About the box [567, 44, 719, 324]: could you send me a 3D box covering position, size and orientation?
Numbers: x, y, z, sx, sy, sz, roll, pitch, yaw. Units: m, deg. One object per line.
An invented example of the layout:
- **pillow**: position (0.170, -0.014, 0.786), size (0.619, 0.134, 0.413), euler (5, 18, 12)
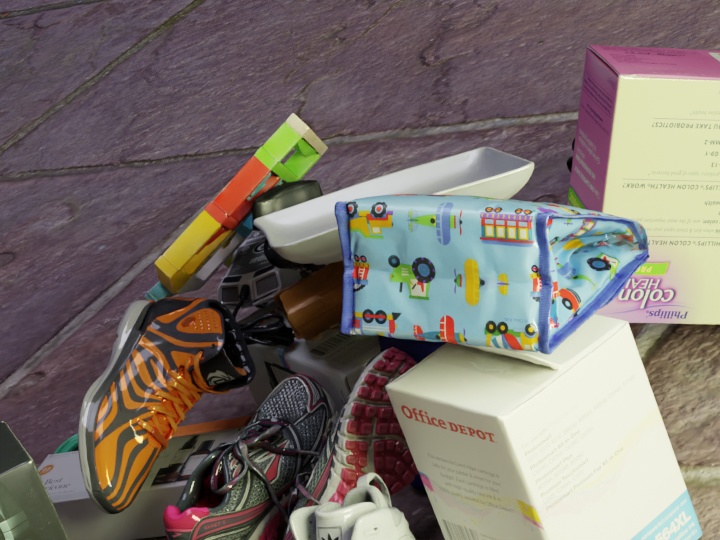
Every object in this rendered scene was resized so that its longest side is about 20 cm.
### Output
- **box**: position (0.260, -0.066, 1.700), size (0.175, 0.201, 0.097), euler (1, 19, -11)

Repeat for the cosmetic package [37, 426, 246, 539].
- **cosmetic package**: position (-0.184, 0.179, 1.796), size (0.200, 0.051, 0.083), euler (-10, 24, 25)

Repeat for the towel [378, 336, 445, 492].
- **towel**: position (0.073, 0.073, 1.624), size (0.049, 0.201, 0.148), euler (-21, 19, -37)

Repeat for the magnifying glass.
- **magnifying glass**: position (-0.181, 0.150, 1.901), size (0.200, 0.022, 0.080), euler (-9, 25, 26)

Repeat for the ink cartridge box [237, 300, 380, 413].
- **ink cartridge box**: position (0.004, 0.069, 1.841), size (0.146, 0.083, 0.200), euler (-31, 24, -23)

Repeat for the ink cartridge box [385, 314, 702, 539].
- **ink cartridge box**: position (0.121, 0.118, 1.469), size (0.125, 0.200, 0.128), euler (-34, 26, -28)

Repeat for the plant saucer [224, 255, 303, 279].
- **plant saucer**: position (-0.016, -0.025, 2.044), size (0.199, 0.048, 0.200), euler (-12, -3, 23)

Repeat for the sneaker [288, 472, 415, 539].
- **sneaker**: position (-0.022, 0.227, 1.459), size (0.075, 0.115, 0.200), euler (-2, 29, 39)

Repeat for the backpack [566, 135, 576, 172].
- **backpack**: position (0.263, -0.069, 1.865), size (0.126, 0.167, 0.200), euler (15, 34, 25)

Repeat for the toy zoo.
- **toy zoo**: position (-0.109, -0.044, 1.841), size (0.200, 0.020, 0.131), euler (-47, -8, 0)

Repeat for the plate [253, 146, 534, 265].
- **plate**: position (0.023, -0.046, 1.650), size (0.200, 0.032, 0.200), euler (-18, 10, -5)

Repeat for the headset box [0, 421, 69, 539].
- **headset box**: position (-0.292, 0.231, 1.576), size (0.174, 0.200, 0.093), euler (-27, 23, -13)

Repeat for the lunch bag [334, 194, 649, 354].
- **lunch bag**: position (0.095, -0.016, 1.463), size (0.150, 0.094, 0.200), euler (5, 14, 27)

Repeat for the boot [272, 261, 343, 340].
- **boot**: position (0.000, 0.001, 1.788), size (0.144, 0.071, 0.201), euler (-29, 0, 6)

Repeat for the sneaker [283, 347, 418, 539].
- **sneaker**: position (-0.011, 0.148, 1.587), size (0.075, 0.081, 0.200), euler (3, 65, 54)

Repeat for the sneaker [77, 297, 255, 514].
- **sneaker**: position (-0.152, 0.099, 1.739), size (0.112, 0.078, 0.200), euler (-6, 53, 26)

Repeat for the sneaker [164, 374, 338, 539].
- **sneaker**: position (-0.080, 0.152, 1.676), size (0.080, 0.075, 0.200), euler (-6, 38, 34)

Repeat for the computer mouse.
- **computer mouse**: position (-0.082, 0.014, 1.881), size (0.109, 0.044, 0.200), euler (-15, 28, 27)

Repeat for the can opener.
- **can opener**: position (-0.004, -0.042, 1.851), size (0.200, 0.079, 0.063), euler (-14, 24, -38)
